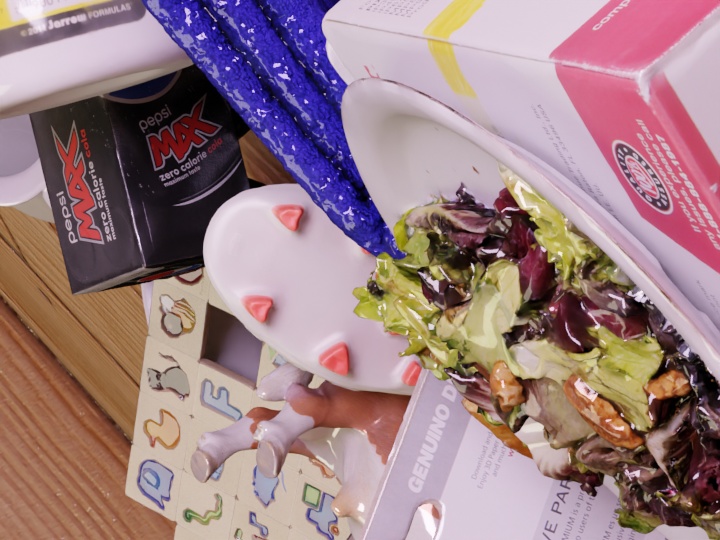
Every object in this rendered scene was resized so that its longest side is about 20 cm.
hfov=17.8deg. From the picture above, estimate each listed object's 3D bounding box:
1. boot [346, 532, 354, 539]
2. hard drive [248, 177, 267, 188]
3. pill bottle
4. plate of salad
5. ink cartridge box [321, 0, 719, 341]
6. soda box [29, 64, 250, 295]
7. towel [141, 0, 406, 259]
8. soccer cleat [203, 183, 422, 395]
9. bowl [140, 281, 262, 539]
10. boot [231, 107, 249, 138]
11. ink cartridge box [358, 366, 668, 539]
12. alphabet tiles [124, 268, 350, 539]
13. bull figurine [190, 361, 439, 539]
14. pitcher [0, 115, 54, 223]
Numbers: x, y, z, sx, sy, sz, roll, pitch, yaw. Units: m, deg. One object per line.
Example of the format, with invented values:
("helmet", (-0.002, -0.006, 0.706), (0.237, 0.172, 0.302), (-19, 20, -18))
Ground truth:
("boot", (0.091, 0.096, 0.987), (0.150, 0.200, 0.074), (-8, 109, 32))
("hard drive", (0.000, 0.000, 1.044), (0.139, 0.033, 0.200), (21, -175, -27))
("pill bottle", (-0.134, -0.165, 0.882), (0.112, 0.112, 0.202), (175, 80, -75))
("plate of salad", (0.056, 0.029, 0.649), (0.200, 0.048, 0.200), (47, 168, 13))
("ink cartridge box", (0.090, -0.033, 0.649), (0.146, 0.083, 0.200), (54, 167, -23))
("soda box", (-0.106, -0.096, 0.986), (0.071, 0.063, 0.202), (-19, 85, 53))
("towel", (-0.011, -0.081, 0.823), (0.148, 0.049, 0.200), (48, -169, -6))
("soccer cleat", (0.031, 0.016, 0.884), (0.198, 0.070, 0.078), (17, -172, -13))
("bowl", (-0.064, 0.062, 1.268), (0.200, 0.074, 0.202), (-101, -2, -78))
("boot", (-0.068, -0.100, 1.101), (0.097, 0.075, 0.200), (37, 176, -23))
("ink cartridge box", (0.077, 0.127, 0.775), (0.174, 0.201, 0.084), (22, 166, 2))
("alphabet tiles", (-0.042, 0.091, 1.130), (0.166, 0.008, 0.201), (25, 123, 23))
("bull figurine", (0.027, 0.103, 0.873), (0.200, 0.121, 0.065), (51, 135, 34))
("pitcher", (-0.145, -0.067, 1.212), (0.171, 0.121, 0.200), (43, -165, 10))
